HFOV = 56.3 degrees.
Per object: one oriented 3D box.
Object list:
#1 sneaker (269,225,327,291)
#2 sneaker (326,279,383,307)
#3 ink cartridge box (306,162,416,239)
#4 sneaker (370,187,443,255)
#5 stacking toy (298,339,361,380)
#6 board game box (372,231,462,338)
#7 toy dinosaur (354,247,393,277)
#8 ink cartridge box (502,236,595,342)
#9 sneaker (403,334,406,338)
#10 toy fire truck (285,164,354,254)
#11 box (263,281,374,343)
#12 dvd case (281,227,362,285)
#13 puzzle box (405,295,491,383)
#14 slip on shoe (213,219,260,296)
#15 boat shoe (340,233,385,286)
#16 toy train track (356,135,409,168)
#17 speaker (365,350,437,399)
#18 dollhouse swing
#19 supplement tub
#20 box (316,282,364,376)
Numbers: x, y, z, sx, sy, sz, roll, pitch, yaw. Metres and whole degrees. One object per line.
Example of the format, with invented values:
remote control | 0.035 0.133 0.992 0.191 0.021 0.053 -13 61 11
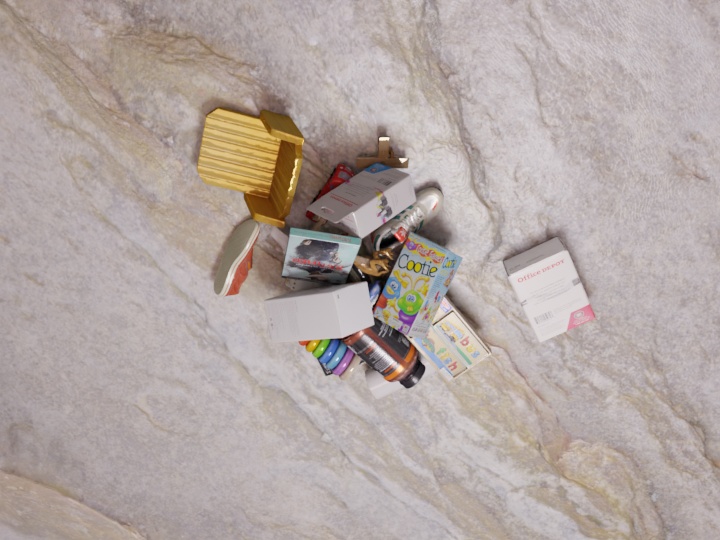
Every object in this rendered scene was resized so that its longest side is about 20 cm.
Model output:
sneaker | -0.150 -0.014 1.548 0.199 0.074 0.116 38 108 -17
sneaker | -0.038 0.064 1.524 0.198 0.079 0.090 -24 107 25
ink cartridge box | 0.002 -0.135 1.378 0.199 0.115 0.068 -35 128 -24
sneaker | 0.106 -0.101 1.491 0.199 0.094 0.070 -36 110 17
stacking toy | -0.096 0.174 1.589 0.199 0.086 0.086 34 112 -10
board game box | 0.125 0.034 1.483 0.102 0.105 0.202 28 94 27
toy dinosaur | 0.011 -0.015 1.451 0.105 0.061 0.199 -20 148 34
ink cartridge box | 0.437 0.044 1.562 0.145 0.083 0.201 -25 113 12
sneaker | 0.139 0.079 1.578 0.087 0.075 0.202 -7 118 -17
toy fire truck | -0.086 -0.121 1.455 0.048 0.142 0.200 30 123 -14
box | -0.089 0.090 1.449 0.198 0.124 0.099 -8 94 36
dvd case | -0.086 -0.024 1.401 0.144 0.022 0.200 9 155 -9
puzzle box | 0.197 0.157 1.567 0.133 0.025 0.200 -38 107 16
slip on shoe | -0.276 -0.028 1.555 0.061 0.074 0.202 9 114 -43
boat shoe | 0.000 0.000 1.555 0.062 0.071 0.201 -20 117 21
toy train track | 0.044 -0.202 1.481 0.113 0.033 0.202 0 122 -7
speaker | 0.112 0.244 1.665 0.198 0.081 0.082 -27 113 14
dollhouse swing | -0.236 -0.223 1.405 0.174 0.182 0.202 5 118 -24
supplement tub | 0.059 0.186 1.566 0.200 0.107 0.107 43 109 -11
box | -0.051 0.145 1.640 0.159 0.044 0.202 -20 114 10
